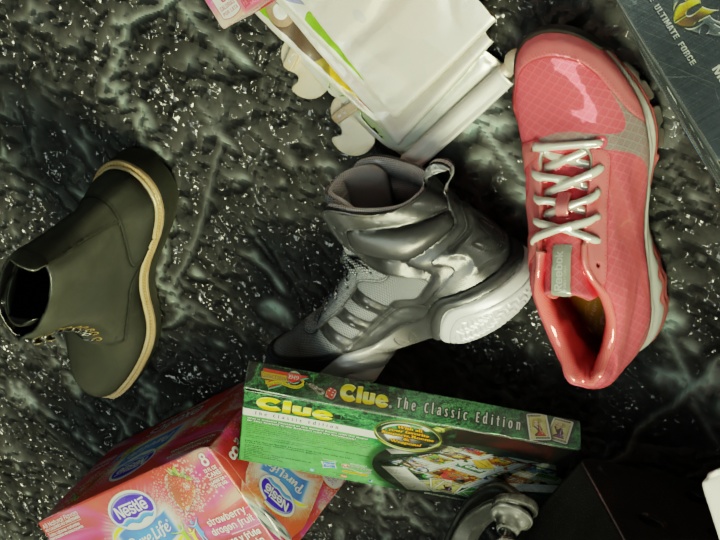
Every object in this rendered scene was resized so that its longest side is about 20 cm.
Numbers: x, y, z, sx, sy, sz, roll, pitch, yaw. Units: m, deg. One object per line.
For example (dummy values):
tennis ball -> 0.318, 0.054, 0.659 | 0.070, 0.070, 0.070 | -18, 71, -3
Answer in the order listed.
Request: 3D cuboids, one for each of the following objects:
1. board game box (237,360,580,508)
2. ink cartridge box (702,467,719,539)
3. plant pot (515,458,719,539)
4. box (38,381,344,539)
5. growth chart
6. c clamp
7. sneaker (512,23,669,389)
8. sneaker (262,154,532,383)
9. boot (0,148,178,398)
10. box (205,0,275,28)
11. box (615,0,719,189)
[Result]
board game box -> 0.025, 0.104, 0.856 | 0.197, 0.024, 0.105 | 11, 150, -2
ink cartridge box -> 0.253, 0.165, 0.619 | 0.145, 0.083, 0.202 | -35, 65, 52
plant pot -> 0.170, 0.222, 0.781 | 0.197, 0.200, 0.179 | 14, 107, -10
box -> -0.117, 0.158, 0.986 | 0.199, 0.100, 0.096 | -27, 103, 39
growth chart -> -0.001, -0.151, 0.784 | 0.144, 0.018, 0.201 | -28, 102, 39
c clamp -> 0.067, 0.204, 0.795 | 0.027, 0.202, 0.171 | 19, 144, -10
sneaker -> 0.120, -0.028, 0.743 | 0.073, 0.087, 0.202 | -2, 118, 29
sneaker -> 0.000, 0.000, 0.832 | 0.199, 0.076, 0.114 | -24, 113, 33
boot -> -0.194, 0.030, 0.927 | 0.077, 0.138, 0.202 | 24, 128, 15
box -> 0.000, -0.214, 0.676 | 0.199, 0.103, 0.095 | -28, 99, 32
box -> 0.187, -0.036, 0.616 | 0.051, 0.158, 0.202 | -31, 75, 12
